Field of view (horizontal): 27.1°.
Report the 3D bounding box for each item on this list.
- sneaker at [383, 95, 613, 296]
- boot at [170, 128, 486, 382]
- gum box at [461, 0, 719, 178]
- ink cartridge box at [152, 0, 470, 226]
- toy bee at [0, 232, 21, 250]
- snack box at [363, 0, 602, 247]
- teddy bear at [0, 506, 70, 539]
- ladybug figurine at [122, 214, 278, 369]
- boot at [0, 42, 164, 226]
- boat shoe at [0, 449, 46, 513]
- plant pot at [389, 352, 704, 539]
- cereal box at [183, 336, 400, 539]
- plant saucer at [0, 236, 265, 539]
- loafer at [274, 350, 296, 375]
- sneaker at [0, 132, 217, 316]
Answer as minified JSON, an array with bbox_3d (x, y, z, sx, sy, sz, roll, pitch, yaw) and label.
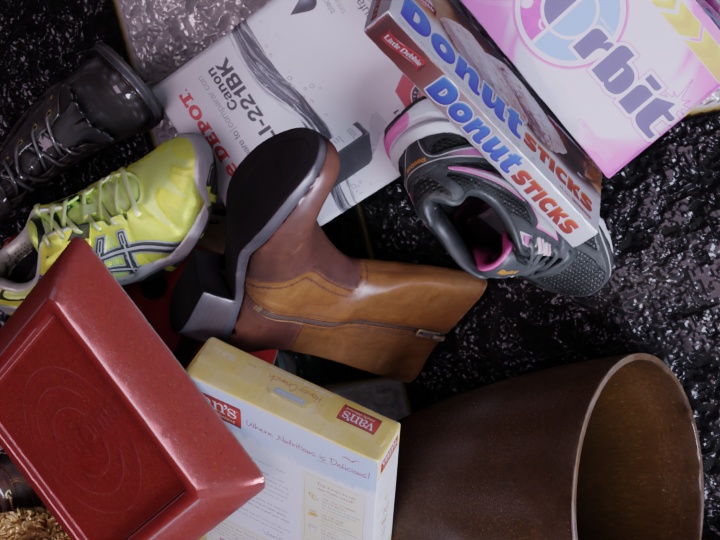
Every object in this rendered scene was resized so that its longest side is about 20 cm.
[{"bbox_3d":[0.090,-0.023,0.966,0.199,0.087,0.080,28,128,-33],"label":"sneaker"},{"bbox_3d":[0.000,0.000,0.985,0.198,0.069,0.189,13,126,-28],"label":"boot"},{"bbox_3d":[0.142,-0.176,0.954,0.113,0.066,0.200,-40,90,26],"label":"gum box"},{"bbox_3d":[-0.020,-0.121,1.018,0.199,0.084,0.145,-31,95,25],"label":"ink cartridge box"},{"bbox_3d":[-0.203,0.064,1.143,0.130,0.108,0.202,-11,89,52],"label":"toy bee"},{"bbox_3d":[0.080,-0.104,0.926,0.024,0.072,0.200,-31,118,33],"label":"snack box"},{"bbox_3d":[-0.230,0.232,1.147,0.198,0.146,0.067,-23,141,-7],"label":"teddy bear"},{"bbox_3d":[-0.123,0.050,1.060,0.135,0.072,0.202,25,73,-10],"label":"ladybug figurine"},{"bbox_3d":[-0.232,-0.065,1.031,0.069,0.174,0.199,49,153,-14],"label":"boot"},{"bbox_3d":[-0.301,0.241,1.235,0.070,0.070,0.202,11,111,15],"label":"boat shoe"},{"bbox_3d":[0.105,0.151,1.021,0.198,0.186,0.189,-3,106,38],"label":"plant pot"},{"bbox_3d":[-0.047,0.145,1.006,0.143,0.040,0.201,23,140,16],"label":"cereal box"},{"bbox_3d":[-0.178,0.108,0.998,0.201,0.037,0.199,53,135,4],"label":"plant saucer"},{"bbox_3d":[-0.089,0.150,1.145,0.072,0.063,0.202,27,100,38],"label":"loafer"},{"bbox_3d":[-0.177,-0.024,1.010,0.199,0.076,0.076,-38,57,21],"label":"sneaker"}]
